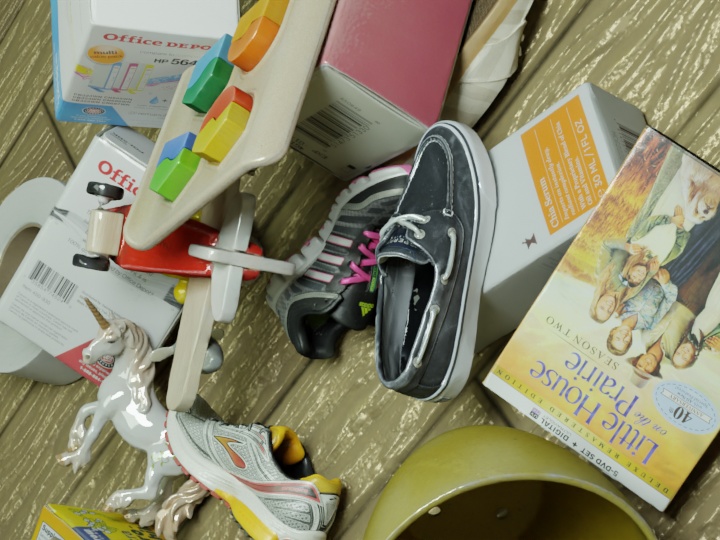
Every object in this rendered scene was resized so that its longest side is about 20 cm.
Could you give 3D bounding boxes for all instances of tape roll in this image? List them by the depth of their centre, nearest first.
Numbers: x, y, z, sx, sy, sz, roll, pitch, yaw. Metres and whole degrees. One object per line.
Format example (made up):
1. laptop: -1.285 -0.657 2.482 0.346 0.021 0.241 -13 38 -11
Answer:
1. tape roll: -0.315 0.011 1.497 0.201 0.070 0.205 -17 66 42

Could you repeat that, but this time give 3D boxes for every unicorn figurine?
1. unicorn figurine: -0.203 0.132 1.299 0.138 0.200 0.074 -47 7 8

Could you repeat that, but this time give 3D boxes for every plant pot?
1. plant pot: 0.084 0.179 0.961 0.201 0.199 0.142 -55 20 17

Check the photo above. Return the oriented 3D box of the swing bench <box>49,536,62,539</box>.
1. swing bench: -0.182 0.326 1.142 0.130 0.197 0.201 -71 6 -83

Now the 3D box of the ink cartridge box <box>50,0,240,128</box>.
1. ink cartridge box: -0.182 -0.220 1.251 0.200 0.127 0.127 135 134 -62

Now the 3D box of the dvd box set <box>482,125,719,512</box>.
1. dvd box set: 0.189 0.031 0.945 0.146 0.029 0.201 36 105 13

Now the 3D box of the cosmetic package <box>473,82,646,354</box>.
1. cosmetic package: 0.119 -0.033 1.060 0.199 0.071 0.102 -36 54 34

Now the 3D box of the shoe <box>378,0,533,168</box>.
1. shoe: 0.084 -0.156 1.158 0.201 0.053 0.070 -55 25 13

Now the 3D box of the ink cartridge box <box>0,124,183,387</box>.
1. ink cartridge box: -0.215 -0.010 1.338 0.201 0.146 0.083 -55 3 16

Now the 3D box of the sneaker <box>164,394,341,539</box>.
1. sneaker: -0.084 0.155 1.216 0.200 0.078 0.083 35 99 37

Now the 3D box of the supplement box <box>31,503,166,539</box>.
1. supplement box: -0.239 0.321 1.287 0.108 0.109 0.202 25 96 47

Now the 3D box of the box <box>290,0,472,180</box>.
1. box: 0.006 -0.193 1.150 0.127 0.108 0.202 -23 44 53

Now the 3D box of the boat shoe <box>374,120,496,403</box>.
1. boat shoe: 0.043 -0.012 1.029 0.071 0.067 0.202 -2 76 45

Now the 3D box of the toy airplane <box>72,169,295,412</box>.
1. toy airplane: -0.122 -0.016 1.205 0.200 0.141 0.200 -42 59 26

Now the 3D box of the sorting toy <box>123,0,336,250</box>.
1. sorting toy: -0.103 -0.123 1.100 0.199 0.036 0.186 -26 40 48

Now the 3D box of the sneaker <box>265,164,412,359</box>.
1. sneaker: 0.000 0.000 1.174 0.200 0.073 0.088 -45 49 33
